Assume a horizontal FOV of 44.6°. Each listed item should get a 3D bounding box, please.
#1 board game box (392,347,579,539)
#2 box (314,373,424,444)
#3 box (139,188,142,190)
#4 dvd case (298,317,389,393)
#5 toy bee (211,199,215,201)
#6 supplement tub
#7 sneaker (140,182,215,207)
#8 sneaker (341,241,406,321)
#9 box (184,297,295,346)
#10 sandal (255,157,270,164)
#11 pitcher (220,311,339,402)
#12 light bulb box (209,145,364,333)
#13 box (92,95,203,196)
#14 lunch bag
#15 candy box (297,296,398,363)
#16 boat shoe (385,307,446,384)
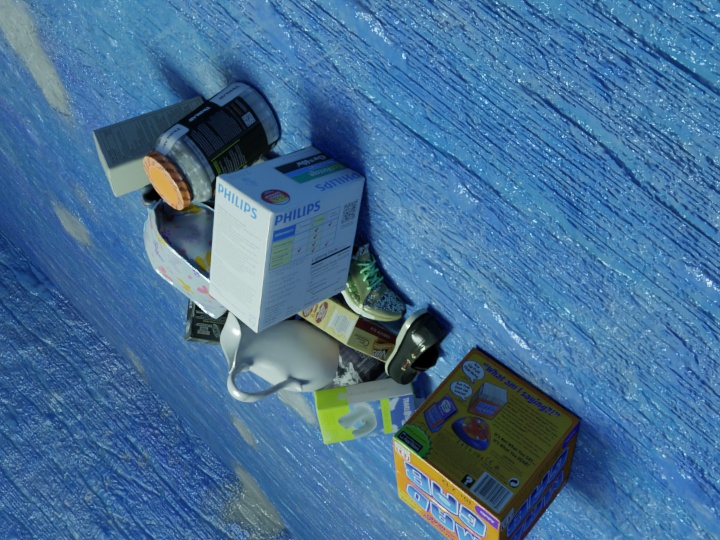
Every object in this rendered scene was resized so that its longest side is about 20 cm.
[{"bbox_3d":[0.188,0.289,1.332,0.198,0.199,0.202,33,151,29],"label":"board game box"},{"bbox_3d":[0.022,0.247,1.570,0.123,0.195,0.048,81,179,-49],"label":"box"},{"bbox_3d":[-0.351,-0.123,1.632,0.200,0.038,0.136,46,176,-24],"label":"box"},{"bbox_3d":[-0.049,0.167,1.647,0.201,0.148,0.016,49,-166,3],"label":"dvd case"},{"bbox_3d":[-0.162,-0.089,1.520,0.198,0.109,0.132,34,-160,-18],"label":"toy bee"},{"bbox_3d":[-0.233,-0.192,1.366,0.122,0.199,0.124,36,152,23],"label":"supplement tub"},{"bbox_3d":[-0.284,-0.152,1.472,0.081,0.198,0.095,63,-162,19],"label":"sneaker"},{"bbox_3d":[0.000,0.000,1.412,0.199,0.077,0.089,41,136,8],"label":"sneaker"},{"bbox_3d":[-0.213,0.059,1.603,0.196,0.165,0.043,10,165,-23],"label":"box"},{"bbox_3d":[-0.164,-0.155,1.473,0.049,0.084,0.202,12,-163,-46],"label":"sandal"},{"bbox_3d":[-0.138,0.162,1.514,0.174,0.195,0.122,-98,28,-42],"label":"pitcher"},{"bbox_3d":[-0.111,-0.051,1.302,0.124,0.196,0.204,32,128,30],"label":"light bulb box"},{"bbox_3d":[-0.346,-0.213,1.504,0.096,0.196,0.078,61,162,25],"label":"box"},{"bbox_3d":[-0.273,-0.036,1.476,0.198,0.128,0.170,36,155,-6],"label":"lunch bag"},{"bbox_3d":[-0.033,0.086,1.513,0.114,0.056,0.199,29,180,-41],"label":"candy box"},{"bbox_3d":[0.090,0.141,1.439,0.063,0.073,0.203,48,151,20],"label":"boat shoe"}]
